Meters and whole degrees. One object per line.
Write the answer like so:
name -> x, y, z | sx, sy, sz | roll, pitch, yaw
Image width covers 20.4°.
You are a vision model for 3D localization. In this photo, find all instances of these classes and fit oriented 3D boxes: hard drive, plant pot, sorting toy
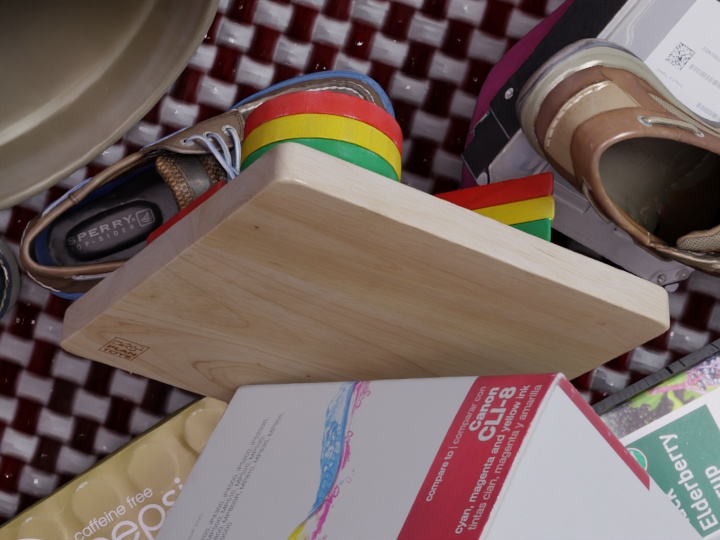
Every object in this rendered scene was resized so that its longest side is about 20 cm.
hard drive -> 0.157, -0.094, 0.921 | 0.139, 0.038, 0.200 | 28, 113, -33
plant pot -> -0.194, -0.150, 0.948 | 0.200, 0.200, 0.174 | -42, 72, 5
sorting toy -> 0.000, 0.000, 0.900 | 0.199, 0.199, 0.070 | 20, 58, -28

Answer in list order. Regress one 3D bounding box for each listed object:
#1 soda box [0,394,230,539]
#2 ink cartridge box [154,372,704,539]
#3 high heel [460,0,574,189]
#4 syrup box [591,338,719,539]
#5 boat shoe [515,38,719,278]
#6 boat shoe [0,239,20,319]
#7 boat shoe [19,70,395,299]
soda box -> -0.130, 0.135, 1.001 | 0.200, 0.064, 0.068 | -33, 89, 5
ink cartridge box -> 0.021, 0.143, 0.870 | 0.145, 0.200, 0.145 | 47, 56, -32
high heel -> 0.118, -0.093, 0.950 | 0.067, 0.096, 0.200 | 33, 89, -26
syrup box -> 0.177, 0.077, 0.963 | 0.199, 0.081, 0.079 | -28, 89, 4
boat shoe -> 0.152, -0.029, 0.894 | 0.200, 0.072, 0.076 | 24, 115, -34
boat shoe -> -0.271, 0.030, 1.010 | 0.199, 0.062, 0.075 | -12, 95, 6
boat shoe -> -0.075, -0.037, 0.984 | 0.199, 0.072, 0.072 | -28, 89, 5
